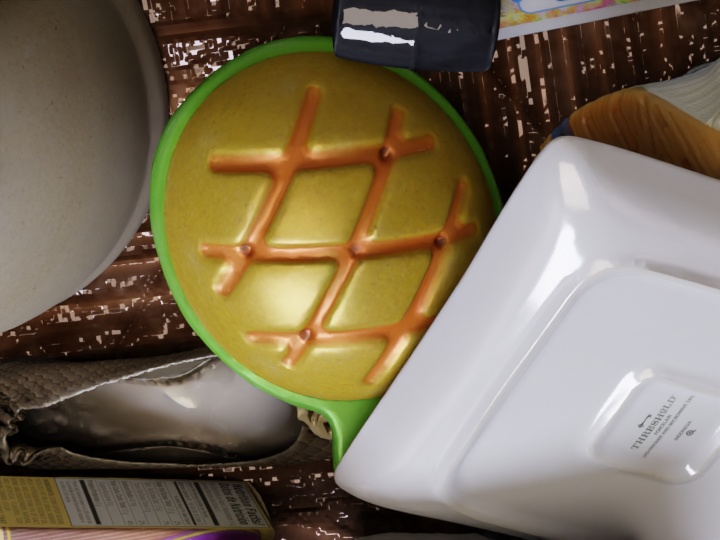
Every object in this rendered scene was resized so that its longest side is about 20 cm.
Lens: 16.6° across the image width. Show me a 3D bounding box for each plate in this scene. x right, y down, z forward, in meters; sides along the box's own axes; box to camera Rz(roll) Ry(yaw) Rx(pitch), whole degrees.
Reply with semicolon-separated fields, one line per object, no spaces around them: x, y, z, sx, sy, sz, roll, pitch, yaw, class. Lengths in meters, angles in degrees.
0.118;0.052;0.965;0.199;0.032;0.200;16;128;-21;plate

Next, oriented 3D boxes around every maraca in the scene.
0.000;0.000;0.994;0.137;0.107;0.200;-34;105;1;maraca

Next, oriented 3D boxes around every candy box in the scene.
-0.144;0.151;1.057;0.199;0.056;0.117;4;109;-17;candy box

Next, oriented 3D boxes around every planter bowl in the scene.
-0.191;-0.052;1.000;0.199;0.135;0.201;4;110;10;planter bowl

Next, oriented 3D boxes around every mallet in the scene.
0.039;-0.152;0.901;0.066;0.041;0.200;11;133;-8;mallet

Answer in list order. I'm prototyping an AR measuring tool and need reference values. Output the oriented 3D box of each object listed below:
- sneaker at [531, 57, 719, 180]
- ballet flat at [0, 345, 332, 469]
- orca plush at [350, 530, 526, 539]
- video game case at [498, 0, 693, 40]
0.153;-0.054;0.965;0.200;0.088;0.076;-30;81;42;sneaker
-0.078;0.060;1.062;0.199;0.046;0.068;-3;108;12;ballet flat
0.085;0.163;1.070;0.199;0.071;0.106;2;64;6;orca plush
0.091;-0.175;0.913;0.181;0.024;0.200;-10;136;14;video game case
